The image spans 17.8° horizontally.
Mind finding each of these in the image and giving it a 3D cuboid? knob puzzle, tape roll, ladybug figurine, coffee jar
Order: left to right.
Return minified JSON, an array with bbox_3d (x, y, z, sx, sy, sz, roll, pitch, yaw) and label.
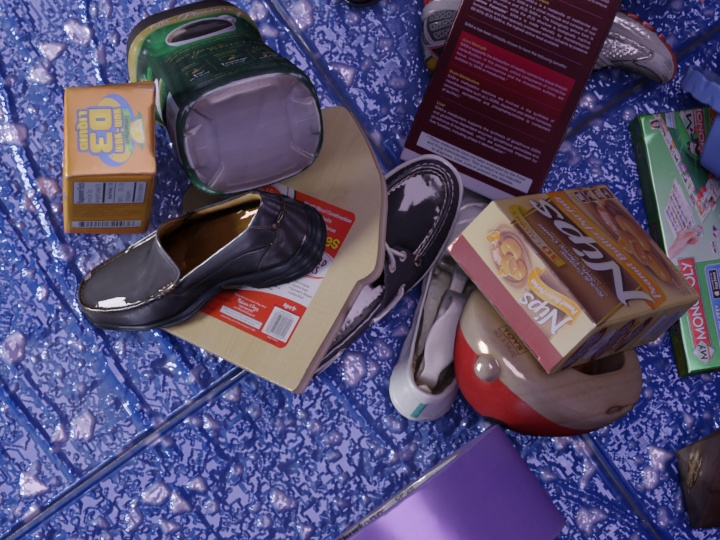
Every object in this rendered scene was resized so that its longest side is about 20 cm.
[{"bbox_3d":[-0.101,-0.127,1.634,0.103,0.200,0.086,-16,116,-11],"label":"coffee jar"},{"bbox_3d":[-0.052,-0.025,1.652,0.218,0.030,0.221,-17,57,28],"label":"knob puzzle"},{"bbox_3d":[0.039,0.198,1.590,0.199,0.200,0.085,-36,87,-13],"label":"tape roll"},{"bbox_3d":[0.128,0.067,1.653,0.072,0.199,0.136,-48,67,24],"label":"ladybug figurine"}]

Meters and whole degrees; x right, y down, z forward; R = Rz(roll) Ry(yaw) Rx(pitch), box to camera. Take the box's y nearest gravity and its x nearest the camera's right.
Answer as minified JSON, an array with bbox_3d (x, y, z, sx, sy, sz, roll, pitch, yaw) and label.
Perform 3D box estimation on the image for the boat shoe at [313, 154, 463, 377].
[{"bbox_3d":[0.000,0.000,1.663,0.074,0.060,0.200,44,95,0],"label":"boat shoe"}]

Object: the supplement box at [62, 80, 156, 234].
[{"bbox_3d":[-0.176,-0.075,1.606,0.068,0.200,0.067,0,79,-9],"label":"supplement box"}]

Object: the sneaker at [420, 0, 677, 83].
[{"bbox_3d":[0.141,-0.165,1.745,0.198,0.078,0.083,10,85,1],"label":"sneaker"}]

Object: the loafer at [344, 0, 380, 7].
[{"bbox_3d":[0.034,-0.293,1.724,0.072,0.063,0.201,36,94,27],"label":"loafer"}]

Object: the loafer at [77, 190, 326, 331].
[{"bbox_3d":[-0.124,-0.014,1.627,0.199,0.072,0.073,-22,55,23],"label":"loafer"}]

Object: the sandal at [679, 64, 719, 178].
[{"bbox_3d":[0.295,-0.089,1.728,0.086,0.079,0.202,-12,86,20],"label":"sandal"}]

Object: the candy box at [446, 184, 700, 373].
[{"bbox_3d":[0.155,0.003,1.643,0.055,0.200,0.116,-46,73,24],"label":"candy box"}]

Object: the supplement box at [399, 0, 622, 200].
[{"bbox_3d":[0.115,-0.156,1.671,0.108,0.061,0.201,24,112,3],"label":"supplement box"}]

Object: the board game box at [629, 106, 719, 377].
[{"bbox_3d":[0.290,-0.028,1.759,0.133,0.029,0.202,-8,81,-10],"label":"board game box"}]

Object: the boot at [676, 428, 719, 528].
[{"bbox_3d":[0.339,0.119,1.683,0.198,0.064,0.188,6,120,-7],"label":"boot"}]

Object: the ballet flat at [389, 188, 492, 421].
[{"bbox_3d":[0.074,0.015,1.699,0.069,0.069,0.201,20,77,-5],"label":"ballet flat"}]
